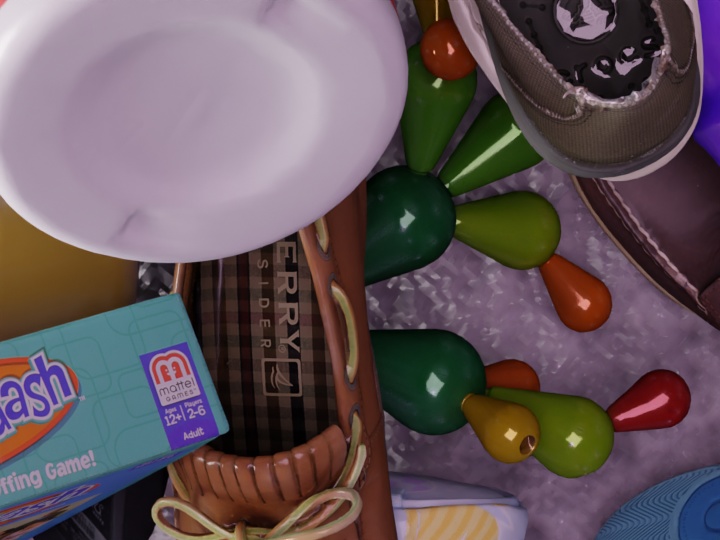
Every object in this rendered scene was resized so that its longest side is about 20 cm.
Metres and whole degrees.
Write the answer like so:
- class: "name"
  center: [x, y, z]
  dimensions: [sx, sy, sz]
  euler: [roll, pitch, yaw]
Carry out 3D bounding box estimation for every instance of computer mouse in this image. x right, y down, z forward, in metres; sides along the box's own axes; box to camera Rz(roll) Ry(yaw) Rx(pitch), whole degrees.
- class: "computer mouse"
  center: [-0.087, 0.104, 0.821]
  dimensions: [0.059, 0.034, 0.201]
  euler: [44, 136, 35]

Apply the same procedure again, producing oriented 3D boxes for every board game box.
- class: "board game box"
  center: [-0.149, 0.070, 0.730]
  dimensions: [0.151, 0.200, 0.045]
  euler: [-16, 82, -34]

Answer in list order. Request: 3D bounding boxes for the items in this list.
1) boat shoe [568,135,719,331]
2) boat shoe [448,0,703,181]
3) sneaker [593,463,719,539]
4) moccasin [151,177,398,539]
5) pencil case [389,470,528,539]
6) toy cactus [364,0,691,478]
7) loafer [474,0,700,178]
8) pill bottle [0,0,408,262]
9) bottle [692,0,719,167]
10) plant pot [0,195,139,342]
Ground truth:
- class: "boat shoe"
  center: [0.151, 0.007, 0.827]
  dimensions: [0.200, 0.072, 0.072]
  euler: [43, 93, 0]
- class: "boat shoe"
  center: [0.041, -0.119, 0.759]
  dimensions: [0.072, 0.060, 0.201]
  euler: [-29, 90, -1]
- class: "sneaker"
  center: [0.180, 0.123, 0.832]
  dimensions: [0.199, 0.131, 0.080]
  euler: [-3, 55, 34]
- class: "moccasin"
  center: [-0.025, 0.053, 0.746]
  dimensions: [0.073, 0.078, 0.203]
  euler: [6, 97, 18]
- class: "pencil case"
  center: [0.007, 0.163, 0.831]
  dimensions: [0.083, 0.091, 0.201]
  euler: [4, 93, 2]
- class: "toy cactus"
  center: [0.000, 0.000, 0.814]
  dimensions: [0.165, 0.102, 0.200]
  euler: [-35, 99, -5]
- class: "loafer"
  center: [0.045, -0.124, 0.694]
  dimensions: [0.075, 0.070, 0.201]
  euler: [-25, 90, -1]
- class: "pill bottle"
  center: [-0.060, -0.110, 0.705]
  dimensions: [0.113, 0.114, 0.201]
  euler: [-17, 48, 3]
- class: "bottle"
  center: [0.121, -0.099, 0.779]
  dimensions: [0.083, 0.065, 0.201]
  euler: [-17, 87, 16]
- class: "plant pot"
  center: [-0.170, -0.035, 0.788]
  dimensions: [0.188, 0.201, 0.202]
  euler: [-5, 92, -14]
